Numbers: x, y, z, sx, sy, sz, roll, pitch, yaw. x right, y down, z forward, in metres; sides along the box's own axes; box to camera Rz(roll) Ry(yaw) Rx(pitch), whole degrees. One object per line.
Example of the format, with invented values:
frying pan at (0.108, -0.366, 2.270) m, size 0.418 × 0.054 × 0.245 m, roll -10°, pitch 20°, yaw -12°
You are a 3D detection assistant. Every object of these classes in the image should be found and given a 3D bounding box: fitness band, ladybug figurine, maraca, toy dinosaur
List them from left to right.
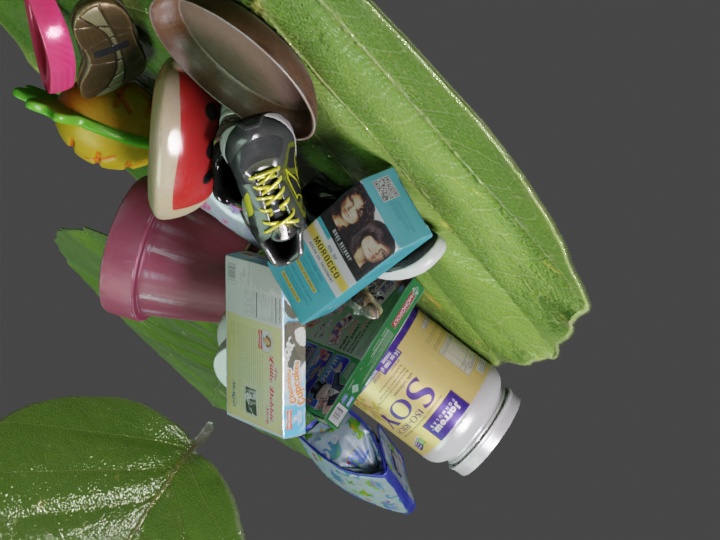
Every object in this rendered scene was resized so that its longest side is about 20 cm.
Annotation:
fitness band at (-0.350, -0.274, 1.462) m, size 0.144 × 0.037 × 0.200 m, roll 67°, pitch 165°, yaw 4°
maraca at (-0.313, -0.181, 1.580) m, size 0.199 × 0.108 × 0.137 m, roll 13°, pitch -167°, yaw -38°
ladybug figurine at (-0.192, -0.142, 1.457) m, size 0.071 × 0.136 × 0.201 m, roll 6°, pitch 134°, yaw -5°
toy dinosaur at (0.000, 0.000, 1.522) m, size 0.048 × 0.088 × 0.200 m, roll 68°, pitch 169°, yaw -20°

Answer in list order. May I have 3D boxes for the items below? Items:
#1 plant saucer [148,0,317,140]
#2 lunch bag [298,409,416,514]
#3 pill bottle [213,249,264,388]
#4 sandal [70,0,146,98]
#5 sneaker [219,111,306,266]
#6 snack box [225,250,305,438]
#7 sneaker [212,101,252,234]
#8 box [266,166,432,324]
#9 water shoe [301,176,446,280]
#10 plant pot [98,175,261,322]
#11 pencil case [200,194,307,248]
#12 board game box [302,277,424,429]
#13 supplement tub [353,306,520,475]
plant saucer at (-0.117, -0.205, 1.296) m, size 0.200 × 0.035 × 0.200 m, roll 33°, pitch 163°, yaw 12°
lunch bag at (0.007, 0.349, 2.425) m, size 0.200 × 0.127 × 0.170 m, roll 37°, pitch 167°, yaw 37°
pill bottle at (-0.121, 0.067, 1.726) m, size 0.110 × 0.201 × 0.112 m, roll 8°, pitch 128°, yaw 11°
sandal at (-0.280, -0.251, 1.445) m, size 0.200 × 0.080 × 0.054 m, roll 101°, pitch 148°, yaw -69°
sneaker at (-0.084, -0.079, 1.323) m, size 0.200 × 0.074 × 0.085 m, roll 77°, pitch 171°, yaw -59°
snack box at (-0.112, 0.086, 1.564) m, size 0.037 × 0.202 × 0.116 m, roll -9°, pitch -164°, yaw -39°
sneaker at (-0.118, -0.086, 1.445) m, size 0.073 × 0.088 × 0.201 m, roll 3°, pitch 135°, yaw 18°
box at (-0.015, -0.022, 1.382) m, size 0.200 × 0.049 × 0.083 m, roll -38°, pitch 79°, yaw 48°
water shoe at (0.003, -0.047, 1.425) m, size 0.199 × 0.072 × 0.079 m, roll 16°, pitch 147°, yaw 44°
plant pot at (-0.241, -0.012, 1.845) m, size 0.178 × 0.201 × 0.200 m, roll 17°, pitch 161°, yaw 9°
pencil case at (-0.123, -0.079, 1.572) m, size 0.199 × 0.083 × 0.091 m, roll 35°, pitch 156°, yaw 4°
board game box at (-0.025, 0.082, 1.606) m, size 0.134 × 0.201 × 0.029 m, roll 18°, pitch 160°, yaw 48°
supplement tub at (0.084, 0.147, 1.664) m, size 0.200 × 0.146 × 0.145 m, roll 37°, pitch 164°, yaw -3°
